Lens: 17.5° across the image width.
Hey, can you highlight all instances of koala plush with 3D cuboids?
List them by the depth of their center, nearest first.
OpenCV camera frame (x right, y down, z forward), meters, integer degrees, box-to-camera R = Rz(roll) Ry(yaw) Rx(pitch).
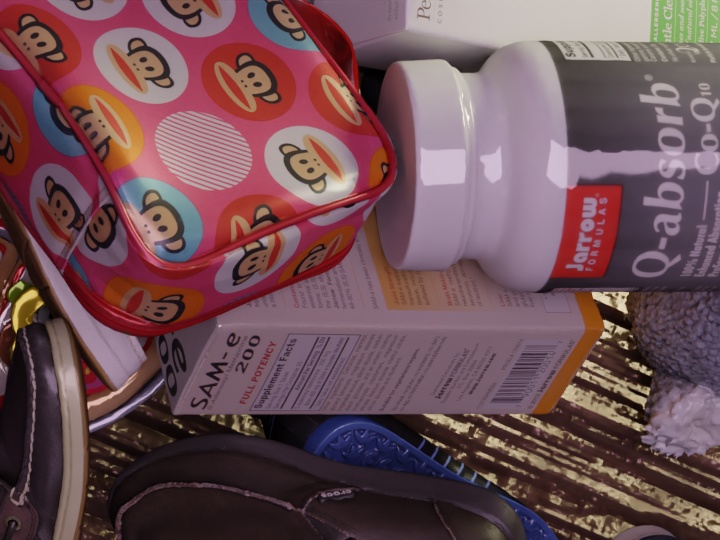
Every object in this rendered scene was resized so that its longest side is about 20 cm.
[{"bbox_3d":[0.229,0.012,1.199,0.200,0.184,0.178,-14,90,7],"label":"koala plush"}]

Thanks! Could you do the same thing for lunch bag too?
[{"bbox_3d":[-0.081,-0.081,1.036,0.176,0.082,0.200,-22,68,-35],"label":"lunch bag"}]

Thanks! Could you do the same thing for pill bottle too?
[{"bbox_3d":[0.112,-0.047,1.071,0.200,0.116,0.116,-1,92,-12],"label":"pill bottle"}]

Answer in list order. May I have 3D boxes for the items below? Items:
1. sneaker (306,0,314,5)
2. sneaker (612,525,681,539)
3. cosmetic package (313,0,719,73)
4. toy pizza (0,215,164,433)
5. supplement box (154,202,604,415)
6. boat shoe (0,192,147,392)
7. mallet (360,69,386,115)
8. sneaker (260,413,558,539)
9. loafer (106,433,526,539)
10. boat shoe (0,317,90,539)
[{"bbox_3d":[-0.076,-0.190,1.136,0.088,0.074,0.200,-17,95,-16],"label":"sneaker"},{"bbox_3d":[0.187,0.237,1.184,0.077,0.146,0.203,-21,98,-15],"label":"sneaker"},{"bbox_3d":[0.081,-0.144,1.142,0.200,0.085,0.108,6,83,-34],"label":"cosmetic package"},{"bbox_3d":[-0.164,-0.013,1.139,0.200,0.032,0.200,0,92,-15],"label":"toy pizza"},{"bbox_3d":[0.000,0.000,1.118,0.200,0.074,0.126,2,51,-24],"label":"supplement box"},{"bbox_3d":[-0.137,-0.043,1.093,0.069,0.071,0.200,-26,97,-14],"label":"boat shoe"},{"bbox_3d":[0.005,-0.160,1.181,0.066,0.041,0.200,-23,93,-17],"label":"mallet"},{"bbox_3d":[0.030,0.117,1.180,0.070,0.078,0.200,-48,124,-1],"label":"sneaker"},{"bbox_3d":[-0.028,0.126,1.072,0.200,0.071,0.073,3,128,17],"label":"loafer"},{"bbox_3d":[-0.164,0.112,1.082,0.065,0.073,0.200,1,120,-16],"label":"boat shoe"}]
